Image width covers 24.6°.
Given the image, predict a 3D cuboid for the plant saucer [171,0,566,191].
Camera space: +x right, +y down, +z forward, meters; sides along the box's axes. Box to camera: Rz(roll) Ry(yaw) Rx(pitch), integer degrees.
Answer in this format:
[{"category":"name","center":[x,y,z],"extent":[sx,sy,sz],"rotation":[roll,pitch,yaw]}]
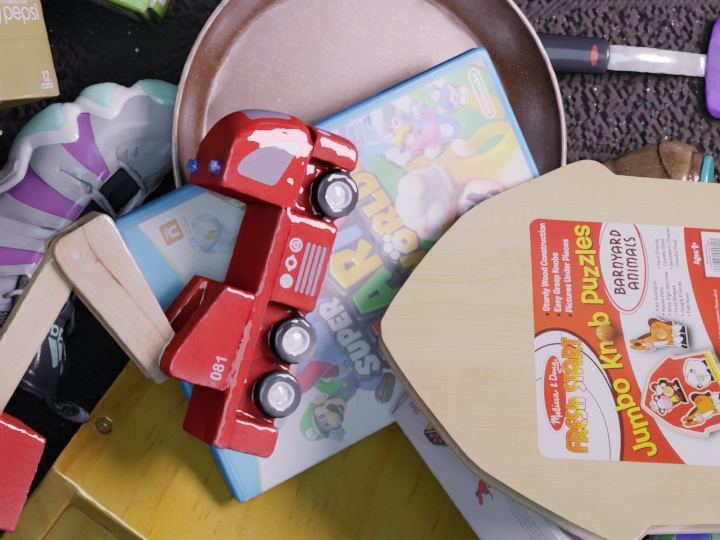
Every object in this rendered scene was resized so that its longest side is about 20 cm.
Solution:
[{"category":"plant saucer","center":[0.003,-0.061,0.804],"extent":[0.199,0.034,0.201],"rotation":[-1,93,-18]}]

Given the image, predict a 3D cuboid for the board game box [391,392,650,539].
[{"category":"board game box","center":[0.108,0.134,0.750],"extent":[0.035,0.200,0.126],"rotation":[-49,139,14]}]

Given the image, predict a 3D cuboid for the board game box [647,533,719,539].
[{"category":"board game box","center":[0.221,0.101,0.791],"extent":[0.134,0.029,0.200],"rotation":[37,49,-5]}]

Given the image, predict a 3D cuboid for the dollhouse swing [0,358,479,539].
[{"category":"dollhouse swing","center":[-0.076,0.159,0.843],"extent":[0.200,0.176,0.182],"rotation":[36,50,-4]}]

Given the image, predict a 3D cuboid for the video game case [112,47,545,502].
[{"category":"video game case","center":[0.000,0.000,0.779],"extent":[0.199,0.018,0.144],"rotation":[-27,100,-14]}]

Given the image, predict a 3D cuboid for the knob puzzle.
[{"category":"knob puzzle","center":[0.107,0.037,0.751],"extent":[0.218,0.031,0.221],"rotation":[2,58,-4]}]

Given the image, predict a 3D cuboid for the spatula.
[{"category":"spatula","center":[0.141,-0.108,0.842],"extent":[0.199,0.021,0.057],"rotation":[5,95,-2]}]

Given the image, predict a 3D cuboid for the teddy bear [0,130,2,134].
[{"category":"teddy bear","center":[-0.236,-0.002,0.710],"extent":[0.199,0.146,0.067],"rotation":[-17,138,25]}]

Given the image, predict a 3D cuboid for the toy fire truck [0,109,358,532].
[{"category":"toy fire truck","center":[-0.090,0.018,0.707],"extent":[0.140,0.049,0.201],"rotation":[17,87,-25]}]

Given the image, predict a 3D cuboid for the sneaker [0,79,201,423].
[{"category":"sneaker","center":[-0.144,0.007,0.783],"extent":[0.199,0.078,0.140],"rotation":[-33,58,8]}]

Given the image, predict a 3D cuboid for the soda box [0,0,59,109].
[{"category":"soda box","center":[-0.247,-0.091,0.771],"extent":[0.199,0.068,0.064],"rotation":[-10,95,21]}]

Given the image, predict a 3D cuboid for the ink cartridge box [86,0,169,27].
[{"category":"ink cartridge box","center":[-0.129,-0.240,0.796],"extent":[0.147,0.076,0.201],"rotation":[23,91,-3]}]

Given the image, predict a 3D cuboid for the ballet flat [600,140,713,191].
[{"category":"ballet flat","center":[0.138,0.035,0.834],"extent":[0.072,0.068,0.201],"rotation":[3,93,18]}]
